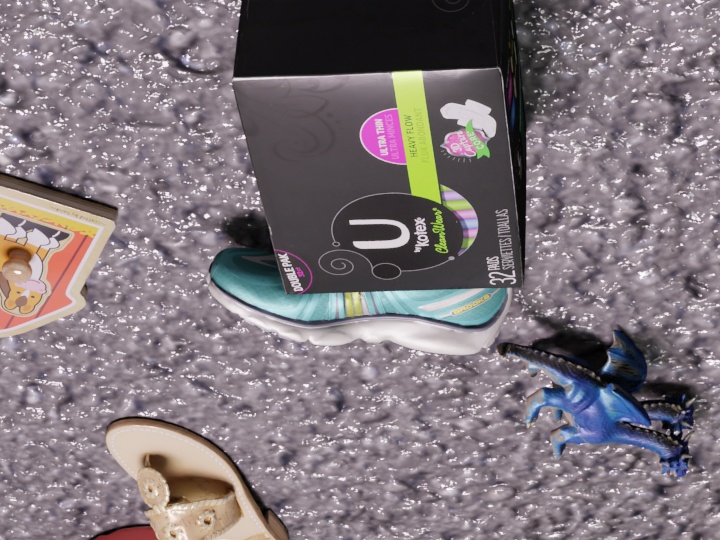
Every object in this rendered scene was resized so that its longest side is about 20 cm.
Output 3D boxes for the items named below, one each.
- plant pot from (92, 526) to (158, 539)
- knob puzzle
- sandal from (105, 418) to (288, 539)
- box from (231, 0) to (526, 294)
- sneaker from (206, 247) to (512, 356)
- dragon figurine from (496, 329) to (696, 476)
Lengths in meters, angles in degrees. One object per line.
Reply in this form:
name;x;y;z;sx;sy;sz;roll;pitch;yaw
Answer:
plant pot;-0.165;0.314;1.835;0.200;0.177;0.200;3;143;2
knob puzzle;-0.279;0.000;1.549;0.220;0.030;0.220;2;144;2
sandal;-0.120;0.193;1.759;0.078;0.070;0.212;-16;139;25
box;0.017;-0.093;1.318;0.148;0.124;0.200;-2;144;8
sneaker;0.000;0.000;1.506;0.200;0.078;0.080;3;124;-7
dragon figurine;0.166;0.081;1.591;0.099;0.059;0.200;-13;141;22
